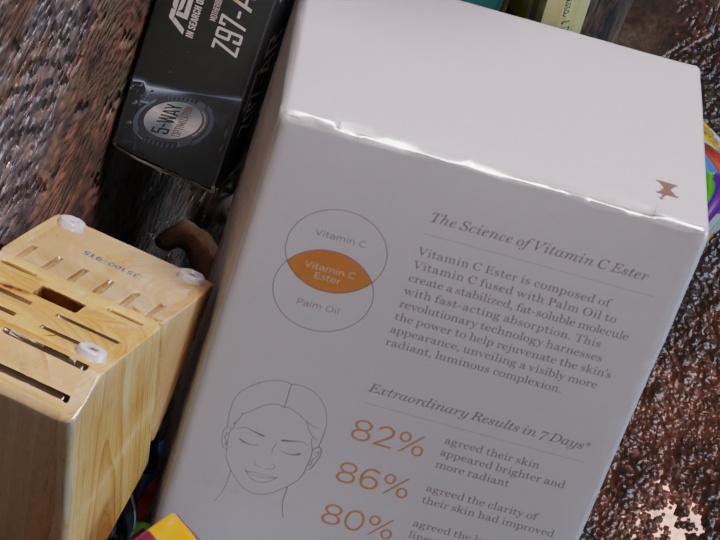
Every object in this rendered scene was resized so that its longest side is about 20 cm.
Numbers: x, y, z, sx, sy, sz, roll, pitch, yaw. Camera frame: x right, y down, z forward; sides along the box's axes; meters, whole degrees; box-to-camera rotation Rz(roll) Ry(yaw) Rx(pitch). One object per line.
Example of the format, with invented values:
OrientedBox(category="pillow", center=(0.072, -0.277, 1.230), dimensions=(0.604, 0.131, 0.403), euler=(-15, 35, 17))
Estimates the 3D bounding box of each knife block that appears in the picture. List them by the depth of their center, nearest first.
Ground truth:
OrientedBox(category="knife block", center=(-0.119, 0.077, 0.981), dimensions=(0.200, 0.064, 0.176), euler=(-45, 157, -73))

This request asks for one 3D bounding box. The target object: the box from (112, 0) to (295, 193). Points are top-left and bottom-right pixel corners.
OrientedBox(category="box", center=(-0.020, -0.148, 1.061), dimensions=(0.160, 0.044, 0.200), euler=(-54, 166, -60))

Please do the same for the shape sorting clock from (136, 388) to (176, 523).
OrientedBox(category="shape sorting clock", center=(-0.117, 0.123, 1.260), dimensions=(0.200, 0.039, 0.200), euler=(24, 90, -83))

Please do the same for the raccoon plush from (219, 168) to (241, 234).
OrientedBox(category="raccoon plush", center=(-0.019, -0.050, 1.301), dimensions=(0.200, 0.097, 0.134), euler=(-36, -149, 48))

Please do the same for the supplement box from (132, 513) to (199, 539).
OrientedBox(category="supplement box", center=(-0.116, 0.188, 0.985), dimensions=(0.200, 0.086, 0.110), euler=(-37, 164, -17))

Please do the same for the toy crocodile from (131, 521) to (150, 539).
OrientedBox(category="toy crocodile", center=(-0.062, 0.103, 1.217), dimensions=(0.200, 0.062, 0.068), euler=(-62, 166, -17))

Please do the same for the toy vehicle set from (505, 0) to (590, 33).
OrientedBox(category="toy vehicle set", center=(0.077, -0.175, 1.442), dimensions=(0.026, 0.124, 0.200), euler=(-16, 151, -18))

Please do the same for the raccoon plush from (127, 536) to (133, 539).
OrientedBox(category="raccoon plush", center=(-0.057, 0.133, 1.119), dimensions=(0.097, 0.200, 0.134), euler=(94, -14, -83))

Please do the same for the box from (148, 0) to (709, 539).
OrientedBox(category="box", center=(0.023, 0.014, 1.033), dimensions=(0.106, 0.152, 0.200), euler=(-83, -170, -55))

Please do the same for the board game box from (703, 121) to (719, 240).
OrientedBox(category="board game box", center=(0.093, -0.047, 1.401), dimensions=(0.105, 0.103, 0.200), euler=(-50, 156, 19))

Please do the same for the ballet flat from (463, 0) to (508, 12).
OrientedBox(category="ballet flat", center=(0.038, -0.131, 1.449), dimensions=(0.200, 0.069, 0.063), euler=(95, -14, -44))

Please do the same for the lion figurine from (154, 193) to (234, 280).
OrientedBox(category="lion figurine", center=(0.000, 0.000, 1.133), dimensions=(0.200, 0.123, 0.072), euler=(-43, 170, 37))
